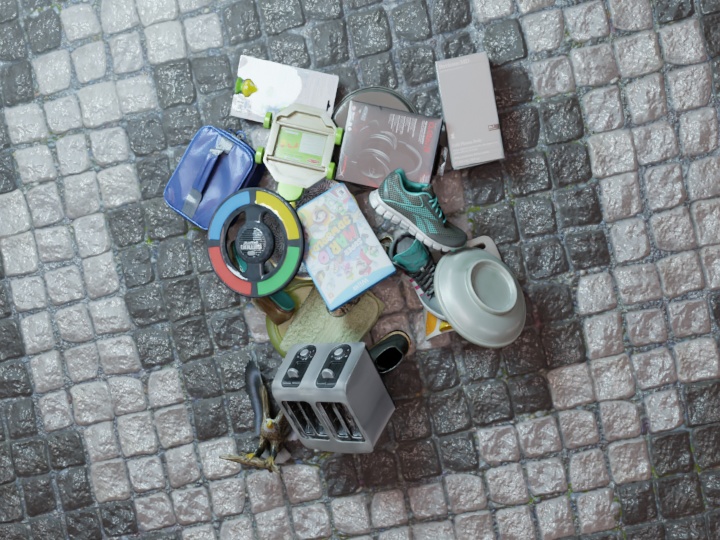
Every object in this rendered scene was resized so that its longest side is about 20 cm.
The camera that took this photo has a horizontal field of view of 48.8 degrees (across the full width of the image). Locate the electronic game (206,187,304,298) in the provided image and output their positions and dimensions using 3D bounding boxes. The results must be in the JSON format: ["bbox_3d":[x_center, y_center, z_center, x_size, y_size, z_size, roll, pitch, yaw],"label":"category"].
[{"bbox_3d":[-0.195,-0.051,1.463,0.195,0.042,0.205,1,94,17],"label":"electronic game"}]

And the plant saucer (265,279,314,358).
[{"bbox_3d":[-0.098,0.100,1.591,0.195,0.031,0.205,0,94,6],"label":"plant saucer"}]

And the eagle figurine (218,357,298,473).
[{"bbox_3d":[-0.173,0.293,1.576,0.150,0.150,0.204,25,68,-30],"label":"eagle figurine"}]

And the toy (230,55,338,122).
[{"bbox_3d":[-0.148,-0.341,1.554,0.195,0.047,0.118,12,97,-1],"label":"toy"}]

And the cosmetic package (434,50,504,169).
[{"bbox_3d":[0.206,-0.301,1.501,0.104,0.090,0.205,-12,96,7],"label":"cosmetic package"}]

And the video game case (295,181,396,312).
[{"bbox_3d":[-0.043,-0.045,1.465,0.141,0.018,0.202,-30,74,-3],"label":"video game case"}]

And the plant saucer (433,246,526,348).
[{"bbox_3d":[0.228,0.038,1.431,0.200,0.200,0.050,45,141,0],"label":"plant saucer"}]

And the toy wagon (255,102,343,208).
[{"bbox_3d":[-0.120,-0.213,1.500,0.152,0.040,0.205,12,82,3],"label":"toy wagon"}]

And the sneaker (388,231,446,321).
[{"bbox_3d":[0.117,-0.001,1.468,0.083,0.121,0.201,-39,51,1],"label":"sneaker"}]

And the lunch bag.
[{"bbox_3d":[-0.278,-0.182,1.538,0.134,0.132,0.202,31,97,3],"label":"lunch bag"}]

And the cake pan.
[{"bbox_3d":[0.026,-0.259,1.548,0.195,0.037,0.205,1,95,6],"label":"cake pan"}]

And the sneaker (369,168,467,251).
[{"bbox_3d":[0.116,-0.109,1.426,0.197,0.078,0.092,29,121,-8],"label":"sneaker"}]

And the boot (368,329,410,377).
[{"bbox_3d":[0.010,0.197,1.533,0.077,0.138,0.200,43,98,1],"label":"boot"}]

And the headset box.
[{"bbox_3d":[0.065,-0.223,1.489,0.196,0.077,0.152,13,96,6],"label":"headset box"}]

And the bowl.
[{"bbox_3d":[-0.089,-0.071,1.534,0.196,0.094,0.206,-1,76,5],"label":"bowl"}]

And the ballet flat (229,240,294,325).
[{"bbox_3d":[-0.206,0.031,1.576,0.200,0.067,0.073,47,127,16],"label":"ballet flat"}]

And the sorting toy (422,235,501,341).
[{"bbox_3d":[0.207,0.028,1.534,0.195,0.107,0.184,-9,74,7],"label":"sorting toy"}]

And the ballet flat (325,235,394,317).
[{"bbox_3d":[0.000,0.000,1.505,0.067,0.076,0.200,30,56,23],"label":"ballet flat"}]

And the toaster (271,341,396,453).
[{"bbox_3d":[-0.046,0.238,1.468,0.178,0.119,0.202,-3,126,35],"label":"toaster"}]

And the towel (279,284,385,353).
[{"bbox_3d":[-0.058,0.106,1.554,0.147,0.036,0.202,34,97,3],"label":"towel"}]
